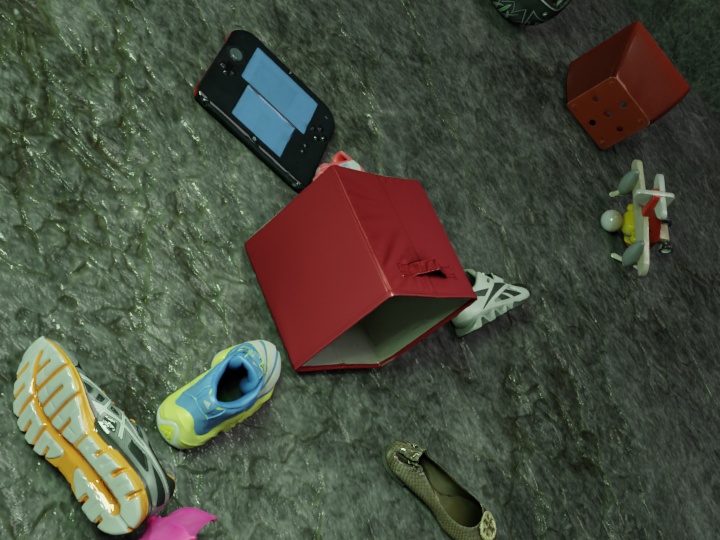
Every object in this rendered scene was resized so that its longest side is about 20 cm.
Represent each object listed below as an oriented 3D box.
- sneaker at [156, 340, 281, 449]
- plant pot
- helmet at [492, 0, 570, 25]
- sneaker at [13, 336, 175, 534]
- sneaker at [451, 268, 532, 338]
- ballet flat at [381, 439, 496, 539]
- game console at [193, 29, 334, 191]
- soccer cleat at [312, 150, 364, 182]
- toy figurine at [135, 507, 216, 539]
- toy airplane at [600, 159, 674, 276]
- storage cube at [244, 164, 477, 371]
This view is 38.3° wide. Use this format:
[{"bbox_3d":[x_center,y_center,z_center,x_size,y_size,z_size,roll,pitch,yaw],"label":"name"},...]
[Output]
[{"bbox_3d":[-0.120,0.116,1.083,0.076,0.105,0.200,54,35,-4],"label":"sneaker"},{"bbox_3d":[0.563,-0.381,2.263,0.200,0.200,0.176,48,46,-13],"label":"plant pot"},{"bbox_3d":[0.361,-0.612,2.186,0.200,0.191,0.200,47,0,0],"label":"helmet"},{"bbox_3d":[-0.240,0.145,0.932,0.200,0.078,0.077,55,23,16],"label":"sneaker"},{"bbox_3d":[0.192,0.031,1.564,0.200,0.074,0.089,-19,81,-55],"label":"sneaker"},{"bbox_3d":[0.107,0.277,1.288,0.200,0.046,0.067,45,37,-17],"label":"ballet flat"},{"bbox_3d":[-0.124,-0.222,1.415,0.200,0.031,0.177,42,37,-21],"label":"game console"},{"bbox_3d":[-0.046,-0.104,1.387,0.073,0.068,0.200,54,30,-4],"label":"soccer cleat"},{"bbox_3d":[-0.138,0.302,0.916,0.200,0.150,0.184,48,19,-53],"label":"toy figurine"},{"bbox_3d":[0.547,-0.105,2.055,0.200,0.141,0.199,-55,141,-68],"label":"toy airplane"},{"bbox_3d":[0.000,0.000,1.249,0.171,0.200,0.180,4,55,-49],"label":"storage cube"}]
